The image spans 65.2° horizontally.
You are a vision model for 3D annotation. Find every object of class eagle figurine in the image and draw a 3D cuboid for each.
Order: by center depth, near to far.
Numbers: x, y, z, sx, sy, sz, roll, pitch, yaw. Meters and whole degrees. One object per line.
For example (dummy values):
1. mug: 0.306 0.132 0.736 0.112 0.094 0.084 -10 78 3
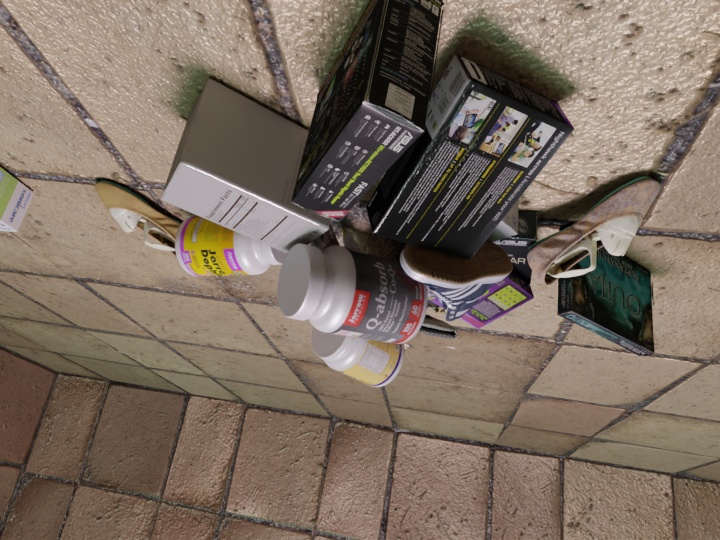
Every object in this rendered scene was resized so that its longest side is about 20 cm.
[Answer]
1. eagle figurine: -0.005 -0.006 0.920 0.149 0.154 0.200 37 174 6

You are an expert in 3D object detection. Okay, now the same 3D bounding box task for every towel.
1. towel: 0.066 0.082 1.107 0.194 0.036 0.191 12 -174 -29

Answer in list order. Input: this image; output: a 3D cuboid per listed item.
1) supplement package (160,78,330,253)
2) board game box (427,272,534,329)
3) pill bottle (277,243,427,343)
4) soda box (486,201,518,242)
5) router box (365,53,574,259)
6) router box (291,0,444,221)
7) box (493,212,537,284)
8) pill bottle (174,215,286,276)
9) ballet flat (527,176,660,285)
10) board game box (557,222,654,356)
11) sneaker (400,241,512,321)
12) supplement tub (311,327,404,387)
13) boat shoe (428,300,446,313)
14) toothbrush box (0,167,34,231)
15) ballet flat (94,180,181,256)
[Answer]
1. supplement package: -0.138 -0.125 0.733 0.195 0.125 0.119 23 154 -25
2. board game box: 0.171 0.023 0.885 0.197 0.033 0.119 30 126 -35
3. pill bottle: -0.010 0.032 0.782 0.195 0.120 0.114 13 159 -34
4. soda box: 0.126 -0.108 0.725 0.197 0.066 0.067 30 148 -35
5. router box: 0.113 -0.110 0.619 0.145 0.052 0.202 12 132 -27
6. router box: 0.002 -0.161 0.556 0.060 0.155 0.199 18 156 -19
7. box: 0.175 -0.036 0.889 0.192 0.045 0.161 5 156 15
8. pill bottle: -0.215 -0.046 0.965 0.193 0.108 0.104 -2 154 27
9. ballet flat: 0.309 -0.040 0.739 0.066 0.069 0.199 14 143 -32
10. board game box: 0.368 0.032 0.838 0.195 0.140 0.028 23 154 -27
11. sneaker: 0.108 0.015 0.744 0.195 0.072 0.109 0 145 -40
12. supplement tub: -0.005 0.173 1.302 0.142 0.150 0.198 -12 148 41
13. boat shoe: 0.157 0.046 0.979 0.194 0.063 0.071 0 -174 -23
14. toothbrush box: -0.699 -0.155 0.965 0.140 0.089 0.201 4 157 15
15. ballet flat: -0.386 -0.086 1.005 0.067 0.065 0.198 -12 147 41
